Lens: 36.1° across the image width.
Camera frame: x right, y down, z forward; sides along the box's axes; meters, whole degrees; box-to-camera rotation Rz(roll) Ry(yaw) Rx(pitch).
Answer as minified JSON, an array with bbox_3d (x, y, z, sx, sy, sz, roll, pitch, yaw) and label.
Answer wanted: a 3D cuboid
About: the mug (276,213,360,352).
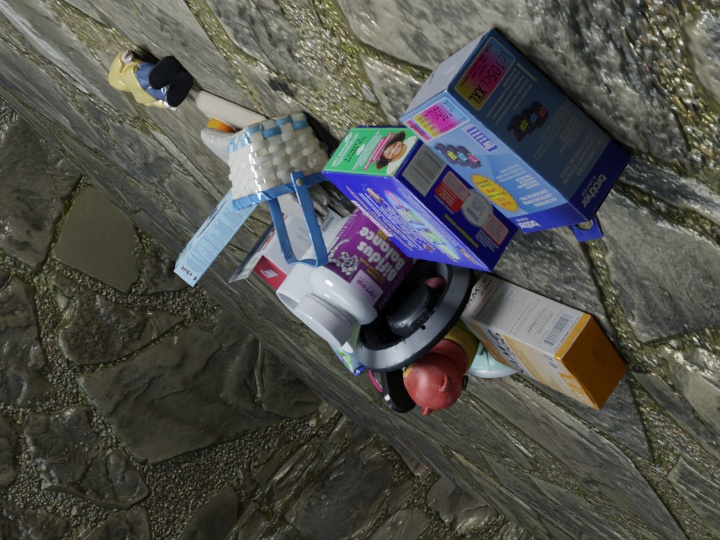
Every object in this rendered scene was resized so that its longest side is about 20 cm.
[{"bbox_3d":[-0.006,0.021,1.666,0.147,0.176,0.200,28,165,39],"label":"mug"}]

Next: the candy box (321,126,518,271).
[{"bbox_3d":[0.067,-0.086,1.289,0.169,0.077,0.199,42,167,-24],"label":"candy box"}]

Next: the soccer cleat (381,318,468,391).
[{"bbox_3d":[0.088,0.126,1.643,0.080,0.068,0.199,0,152,43],"label":"soccer cleat"}]

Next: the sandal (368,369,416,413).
[{"bbox_3d":[0.041,0.155,1.698,0.075,0.045,0.201,42,-160,-29],"label":"sandal"}]

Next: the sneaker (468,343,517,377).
[{"bbox_3d":[0.159,0.089,1.662,0.198,0.074,0.119,12,139,32],"label":"sneaker"}]

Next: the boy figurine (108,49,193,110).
[{"bbox_3d":[-0.333,-0.297,1.720,0.124,0.065,0.199,45,167,-33],"label":"boy figurine"}]

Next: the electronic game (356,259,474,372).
[{"bbox_3d":[0.072,0.055,1.496,0.042,0.201,0.199,44,167,-24],"label":"electronic game"}]

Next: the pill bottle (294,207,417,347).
[{"bbox_3d":[0.000,0.000,1.505,0.111,0.201,0.112,34,168,8],"label":"pill bottle"}]

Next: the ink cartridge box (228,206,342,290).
[{"bbox_3d":[-0.126,-0.029,1.835,0.084,0.177,0.200,39,169,-10],"label":"ink cartridge box"}]

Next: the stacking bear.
[{"bbox_3d":[0.109,0.108,1.537,0.113,0.202,0.122,30,129,-13],"label":"stacking bear"}]

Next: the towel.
[{"bbox_3d":[-0.139,-0.142,1.640,0.200,0.035,0.132,42,167,-33],"label":"towel"}]

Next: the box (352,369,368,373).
[{"bbox_3d":[-0.015,0.097,2.018,0.142,0.036,0.201,5,-135,-56],"label":"box"}]

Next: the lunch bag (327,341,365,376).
[{"bbox_3d":[-0.018,0.053,1.863,0.172,0.126,0.200,59,180,-17],"label":"lunch bag"}]

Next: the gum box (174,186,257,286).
[{"bbox_3d":[-0.230,-0.075,1.833,0.044,0.201,0.170,39,180,-11],"label":"gum box"}]

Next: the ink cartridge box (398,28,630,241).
[{"bbox_3d":[0.145,-0.107,0.984,0.199,0.077,0.136,39,168,-10],"label":"ink cartridge box"}]

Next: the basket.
[{"bbox_3d":[-0.099,-0.103,1.484,0.176,0.137,0.204,-174,70,-69],"label":"basket"}]

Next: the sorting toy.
[{"bbox_3d":[-0.154,-0.179,1.692,0.184,0.037,0.200,28,164,42],"label":"sorting toy"}]

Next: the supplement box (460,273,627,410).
[{"bbox_3d":[0.236,0.092,1.458,0.199,0.074,0.126,24,161,50],"label":"supplement box"}]
